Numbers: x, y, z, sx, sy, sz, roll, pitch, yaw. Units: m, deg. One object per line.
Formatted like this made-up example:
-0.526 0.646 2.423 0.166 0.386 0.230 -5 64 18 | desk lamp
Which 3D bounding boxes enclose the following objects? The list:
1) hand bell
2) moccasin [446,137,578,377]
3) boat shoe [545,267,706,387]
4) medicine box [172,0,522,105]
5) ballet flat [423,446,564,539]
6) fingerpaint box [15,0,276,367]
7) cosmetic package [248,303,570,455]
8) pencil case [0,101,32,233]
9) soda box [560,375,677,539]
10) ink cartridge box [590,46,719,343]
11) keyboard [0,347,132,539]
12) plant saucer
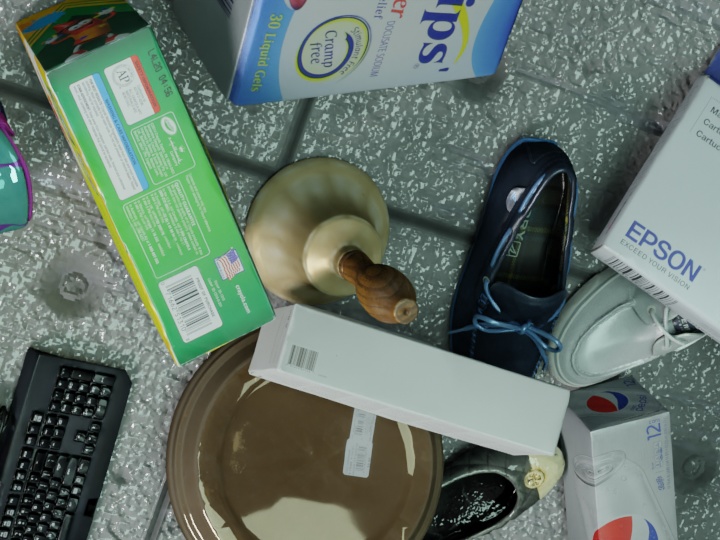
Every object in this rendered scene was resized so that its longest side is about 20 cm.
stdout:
0.000 0.000 1.366 0.103 0.200 0.105 -5 107 -17 | hand bell
0.105 0.010 1.473 0.080 0.068 0.202 0 107 -18 | moccasin
0.226 0.025 1.516 0.199 0.069 0.072 -26 112 -9 | boat shoe
0.006 -0.210 1.302 0.199 0.103 0.183 -9 139 -28 | medicine box
0.059 0.178 1.514 0.199 0.057 0.067 -25 112 -10 | ballet flat
-0.134 -0.065 1.322 0.073 0.167 0.201 -25 111 -7 | fingerpaint box
0.032 0.073 1.419 0.199 0.082 0.051 18 79 -15 | cosmetic package
-0.308 -0.051 1.316 0.198 0.085 0.093 -14 125 -14 | pencil case
0.189 0.184 1.543 0.063 0.068 0.202 -13 114 -14 | soda box
0.293 -0.041 1.480 0.196 0.043 0.201 33 81 -4 | ink cartridge box
-0.224 0.155 1.427 0.103 0.040 0.201 13 100 -21 | keyboard
-0.034 0.131 1.453 0.198 0.029 0.202 1 85 -16 | plant saucer
